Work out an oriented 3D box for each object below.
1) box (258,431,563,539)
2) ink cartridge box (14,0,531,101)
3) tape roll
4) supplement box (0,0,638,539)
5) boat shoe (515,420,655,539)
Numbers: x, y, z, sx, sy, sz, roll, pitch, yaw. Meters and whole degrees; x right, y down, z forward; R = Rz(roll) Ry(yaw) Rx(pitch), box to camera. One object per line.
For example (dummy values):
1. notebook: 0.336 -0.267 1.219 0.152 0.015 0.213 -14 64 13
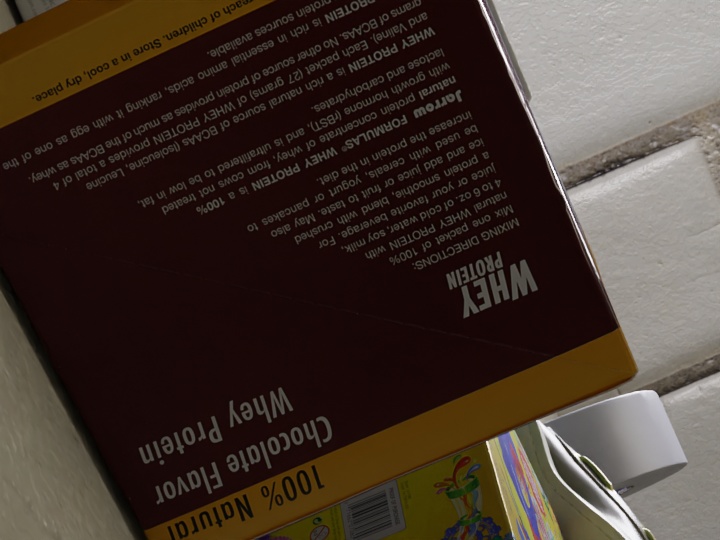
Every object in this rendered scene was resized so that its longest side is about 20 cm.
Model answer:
1. box: 0.036 0.156 0.863 0.200 0.121 0.193 -102 168 -55
2. ink cartridge box: -0.043 -0.111 0.787 0.050 0.199 0.163 -52 119 -82
3. tape roll: 0.162 0.166 1.415 0.200 0.199 0.066 37 30 -75
4. supplement box: -0.026 -0.028 0.674 0.133 0.196 0.201 -89 154 -72
5. boat shoe: 0.112 0.139 1.037 0.060 0.072 0.202 28 16 -45
